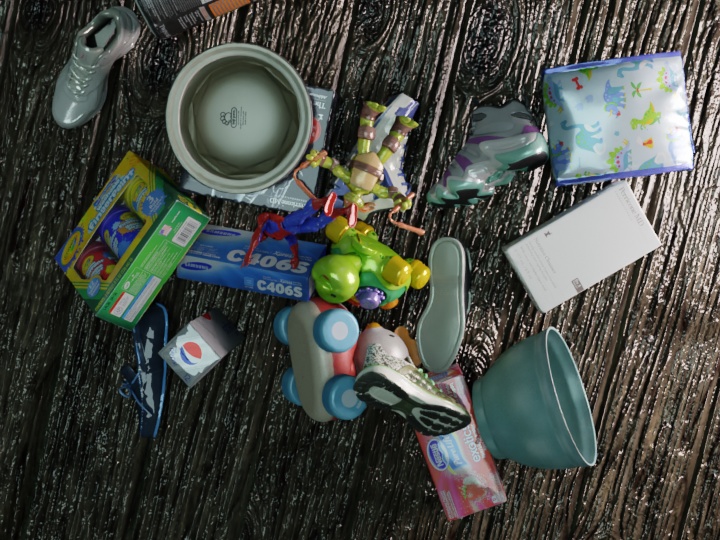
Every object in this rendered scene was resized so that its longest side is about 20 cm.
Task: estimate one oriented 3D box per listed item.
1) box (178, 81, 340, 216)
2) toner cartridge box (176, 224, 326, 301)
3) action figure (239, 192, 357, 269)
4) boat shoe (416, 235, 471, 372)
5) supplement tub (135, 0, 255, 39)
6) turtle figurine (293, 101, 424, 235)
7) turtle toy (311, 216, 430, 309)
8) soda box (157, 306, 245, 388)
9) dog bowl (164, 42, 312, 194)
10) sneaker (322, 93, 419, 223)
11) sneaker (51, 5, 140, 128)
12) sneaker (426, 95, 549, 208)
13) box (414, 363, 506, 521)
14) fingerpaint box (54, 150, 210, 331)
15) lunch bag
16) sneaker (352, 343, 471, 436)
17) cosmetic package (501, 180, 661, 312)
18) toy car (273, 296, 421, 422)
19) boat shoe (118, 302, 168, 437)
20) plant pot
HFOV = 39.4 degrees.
[{"bbox_3d":[-0.144,-0.186,1.459,0.198,0.104,0.184,11,96,1],"label":"box"},{"bbox_3d":[-0.157,-0.013,1.458,0.198,0.095,0.043,10,122,11],"label":"toner cartridge box"},{"bbox_3d":[-0.094,-0.042,1.384,0.065,0.199,0.100,27,69,-34],"label":"action figure"},{"bbox_3d":[0.130,0.050,1.489,0.075,0.060,0.202,13,97,21],"label":"boat shoe"},{"bbox_3d":[-0.222,-0.422,1.435,0.199,0.123,0.123,-22,93,3],"label":"supplement tub"},{"bbox_3d":[0.020,-0.143,1.402,0.199,0.064,0.162,24,89,0],"label":"turtle figurine"},{"bbox_3d":[0.000,0.000,1.427,0.145,0.200,0.101,36,102,22],"label":"turtle toy"},{"bbox_3d":[-0.223,0.106,1.436,0.063,0.200,0.068,-43,91,5],"label":"soda box"},{"bbox_3d":[-0.161,-0.205,1.370,0.198,0.074,0.202,0,95,2],"label":"dog bowl"},{"bbox_3d":[0.039,-0.151,1.475,0.115,0.081,0.200,33,93,-11],"label":"sneaker"},{"bbox_3d":[-0.399,-0.301,1.461,0.078,0.099,0.201,28,95,0],"label":"sneaker"},{"bbox_3d":[0.172,-0.184,1.468,0.199,0.078,0.141,-25,66,27],"label":"sneaker"},{"bbox_3d":[0.137,0.251,1.486,0.095,0.100,0.201,-20,94,3],"label":"box"},{"bbox_3d":[-0.332,-0.046,1.447,0.200,0.073,0.167,-53,47,6],"label":"fingerpaint box"},{"bbox_3d":[0.364,-0.213,1.429,0.198,0.127,0.172,-7,94,12],"label":"lunch bag"},{"bbox_3d":[0.079,0.159,1.386,0.199,0.089,0.077,33,131,-29],"label":"sneaker"},{"bbox_3d":[0.320,-0.035,1.466,0.199,0.081,0.113,-32,91,5],"label":"cosmetic package"},{"bbox_3d":[0.001,0.117,1.470,0.199,0.184,0.178,-10,94,-26],"label":"toy car"},{"bbox_3d":[-0.328,0.149,1.509,0.068,0.084,0.202,3,81,-17],"label":"boat shoe"},{"bbox_3d":[0.241,0.196,1.441,0.133,0.200,0.202,-19,94,20],"label":"plant pot"}]
